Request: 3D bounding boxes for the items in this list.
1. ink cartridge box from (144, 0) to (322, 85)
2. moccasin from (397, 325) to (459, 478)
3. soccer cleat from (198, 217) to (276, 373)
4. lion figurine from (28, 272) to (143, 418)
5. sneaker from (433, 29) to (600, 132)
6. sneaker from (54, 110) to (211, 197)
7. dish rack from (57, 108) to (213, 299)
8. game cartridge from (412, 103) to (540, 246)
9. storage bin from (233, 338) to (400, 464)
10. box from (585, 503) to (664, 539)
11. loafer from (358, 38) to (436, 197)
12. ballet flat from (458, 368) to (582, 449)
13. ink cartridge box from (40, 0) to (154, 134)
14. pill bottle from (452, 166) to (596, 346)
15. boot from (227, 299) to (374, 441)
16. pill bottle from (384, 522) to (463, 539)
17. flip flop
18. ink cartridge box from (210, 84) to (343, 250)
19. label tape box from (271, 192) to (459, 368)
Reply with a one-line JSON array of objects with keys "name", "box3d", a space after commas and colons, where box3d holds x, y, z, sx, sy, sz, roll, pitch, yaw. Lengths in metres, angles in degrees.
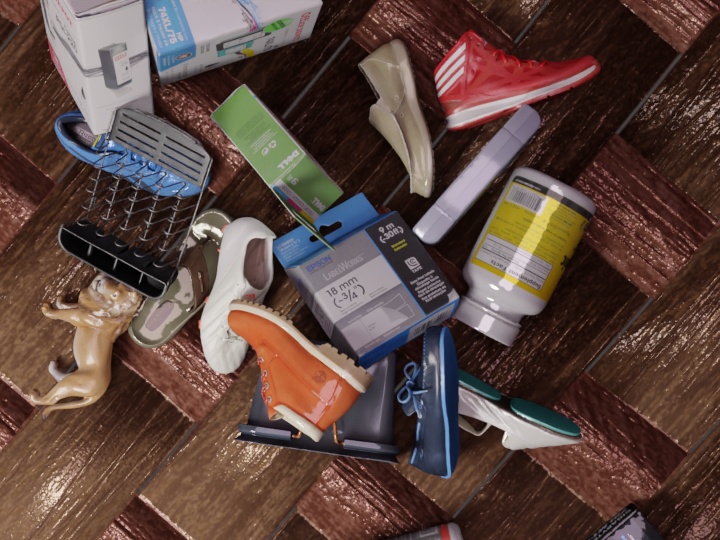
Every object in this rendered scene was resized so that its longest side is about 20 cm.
[{"name": "ink cartridge box", "box3d": [-0.167, -0.331, 1.341, 0.200, 0.147, 0.146, -20, 89, -9]}, {"name": "moccasin", "box3d": [0.078, 0.160, 1.350, 0.068, 0.080, 0.200, 5, 111, 18]}, {"name": "soccer cleat", "box3d": [-0.148, 0.035, 1.382, 0.069, 0.078, 0.200, 1, 105, -41]}, {"name": "lion figurine", "box3d": [-0.334, 0.095, 1.404, 0.122, 0.072, 0.200, 8, 97, 13]}, {"name": "sneaker", "box3d": [0.184, -0.252, 1.383, 0.200, 0.078, 0.116, -20, 91, 1]}, {"name": "sneaker", "box3d": [-0.284, -0.142, 1.402, 0.200, 0.078, 0.066, 22, 90, 0]}, {"name": "dish rack", "box3d": [-0.261, -0.084, 1.339, 0.153, 0.055, 0.200, 27, 117, 8]}, {"name": "game cartridge", "box3d": [0.140, -0.110, 1.358, 0.040, 0.133, 0.200, 42, 93, 7]}, {"name": "storage bin", "box3d": [-0.043, 0.154, 1.373, 0.200, 0.146, 0.134, 7, 81, 2]}, {"name": "box", "box3d": [0.327, 0.427, 1.401, 0.198, 0.050, 0.200, -40, 89, 1]}, {"name": "loafer", "box3d": [0.046, -0.182, 1.394, 0.068, 0.076, 0.200, -14, 81, 4]}, {"name": "ballet flat", "box3d": [0.172, 0.181, 1.400, 0.200, 0.069, 0.069, 24, 92, 8]}, {"name": "ink cartridge box", "box3d": [-0.308, -0.279, 1.313, 0.085, 0.200, 0.146, -23, 62, -21]}, {"name": "pill bottle", "box3d": [0.191, -0.015, 1.368, 0.111, 0.111, 0.200, 28, 92, 2]}, {"name": "boot", "box3d": [-0.094, 0.110, 1.295, 0.200, 0.075, 0.107, 32, 82, 27]}, {"name": "pill bottle", "box3d": [0.037, 0.386, 1.376, 0.200, 0.116, 0.116, -16, 90, 3]}, {"name": "flip flop", "box3d": [-0.220, 0.013, 1.410, 0.081, 0.058, 0.200, 40, 92, 1]}, {"name": "ink cartridge box", "box3d": [-0.085, -0.122, 1.336, 0.059, 0.104, 0.200, -42, 56, 3]}, {"name": "label tape box", "box3d": [0.000, 0.000, 1.351, 0.144, 0.063, 0.200, -30, 71, -16]}]
